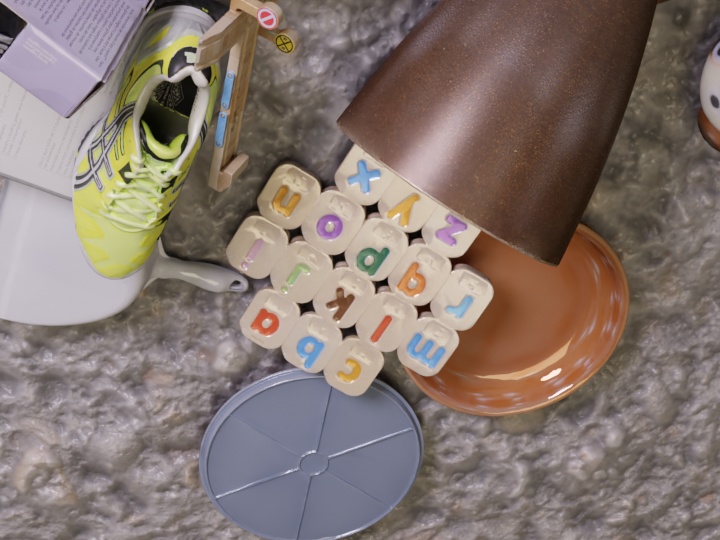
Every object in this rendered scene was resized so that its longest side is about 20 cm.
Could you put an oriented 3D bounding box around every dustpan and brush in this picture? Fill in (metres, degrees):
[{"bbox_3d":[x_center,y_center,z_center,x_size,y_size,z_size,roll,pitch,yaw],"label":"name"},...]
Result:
[{"bbox_3d":[-0.183,-0.005,0.944,0.198,0.057,0.140,18,119,-10],"label":"dustpan and brush"}]

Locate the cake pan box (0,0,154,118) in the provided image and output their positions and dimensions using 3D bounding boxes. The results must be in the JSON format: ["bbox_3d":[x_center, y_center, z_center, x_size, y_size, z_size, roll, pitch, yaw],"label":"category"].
[{"bbox_3d":[-0.202,-0.211,0.714,0.184,0.201,0.052,35,135,-21],"label":"cake pan box"}]

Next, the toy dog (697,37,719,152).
[{"bbox_3d":[0.348,-0.124,0.881,0.198,0.194,0.141,18,118,7],"label":"toy dog"}]

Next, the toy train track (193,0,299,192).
[{"bbox_3d":[-0.065,-0.122,0.755,0.032,0.115,0.201,28,138,8],"label":"toy train track"}]

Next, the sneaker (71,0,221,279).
[{"bbox_3d":[-0.145,-0.075,0.794,0.075,0.077,0.201,13,120,-17],"label":"sneaker"}]

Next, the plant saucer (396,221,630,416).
[{"bbox_3d":[0.123,0.032,1.010,0.198,0.038,0.202,-4,123,-6],"label":"plant saucer"}]

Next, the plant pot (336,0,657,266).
[{"bbox_3d":[0.113,-0.138,0.835,0.186,0.187,0.201,27,102,-22],"label":"plant pot"}]

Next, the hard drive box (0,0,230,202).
[{"bbox_3d":[-0.205,-0.139,0.836,0.199,0.077,0.157,20,117,-20],"label":"hard drive box"}]

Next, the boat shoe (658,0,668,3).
[{"bbox_3d":[0.272,-0.256,0.843,0.199,0.072,0.072,-29,91,19],"label":"boat shoe"}]

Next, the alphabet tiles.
[{"bbox_3d":[0.000,0.000,0.953,0.199,0.015,0.196,30,112,-10],"label":"alphabet tiles"}]

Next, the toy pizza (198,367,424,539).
[{"bbox_3d":[-0.043,0.160,1.071,0.198,0.032,0.202,-4,123,-6],"label":"toy pizza"}]
